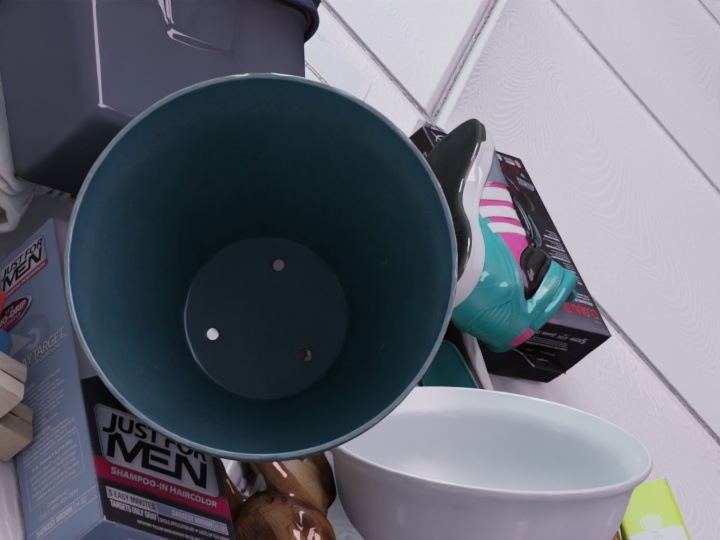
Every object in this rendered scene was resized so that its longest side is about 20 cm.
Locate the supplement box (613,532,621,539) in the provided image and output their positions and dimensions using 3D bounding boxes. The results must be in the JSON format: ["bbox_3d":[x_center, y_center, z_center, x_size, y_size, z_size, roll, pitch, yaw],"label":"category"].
[{"bbox_3d":[0.147,0.208,1.333,0.069,0.066,0.201,29,36,-39],"label":"supplement box"}]

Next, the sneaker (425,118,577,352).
[{"bbox_3d":[0.100,-0.015,1.365,0.121,0.083,0.201,41,33,-25],"label":"sneaker"}]

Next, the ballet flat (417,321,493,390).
[{"bbox_3d":[0.059,0.053,1.398,0.069,0.069,0.201,15,49,-50],"label":"ballet flat"}]

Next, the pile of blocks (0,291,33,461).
[{"bbox_3d":[-0.221,0.001,1.005,0.200,0.062,0.082,53,27,1],"label":"pile of blocks"}]

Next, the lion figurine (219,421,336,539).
[{"bbox_3d":[-0.044,0.133,1.119,0.123,0.072,0.200,55,22,-11],"label":"lion figurine"}]

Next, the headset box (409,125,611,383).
[{"bbox_3d":[0.104,-0.002,1.507,0.148,0.077,0.201,13,45,-52],"label":"headset box"}]

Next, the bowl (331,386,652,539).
[{"bbox_3d":[0.071,0.141,1.149,0.200,0.091,0.201,6,13,-1],"label":"bowl"}]

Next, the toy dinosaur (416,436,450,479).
[{"bbox_3d":[0.064,0.143,1.273,0.101,0.058,0.201,9,42,-43],"label":"toy dinosaur"}]

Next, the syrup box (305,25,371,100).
[{"bbox_3d":[-0.061,-0.103,1.364,0.081,0.079,0.200,46,28,-13],"label":"syrup box"}]

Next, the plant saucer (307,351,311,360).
[{"bbox_3d":[0.000,0.000,1.278,0.200,0.035,0.202,-7,90,-75],"label":"plant saucer"}]

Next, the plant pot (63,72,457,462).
[{"bbox_3d":[-0.051,0.011,1.023,0.201,0.199,0.135,58,-9,11],"label":"plant pot"}]

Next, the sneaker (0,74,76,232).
[{"bbox_3d":[-0.192,-0.053,1.121,0.199,0.074,0.116,27,40,-29],"label":"sneaker"}]

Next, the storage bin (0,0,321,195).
[{"bbox_3d":[-0.111,-0.112,1.095,0.199,0.145,0.135,16,54,-39],"label":"storage bin"}]

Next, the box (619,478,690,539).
[{"bbox_3d":[0.224,0.253,1.326,0.200,0.047,0.123,-99,176,-61],"label":"box"}]

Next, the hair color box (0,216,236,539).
[{"bbox_3d":[-0.138,0.077,1.047,0.099,0.061,0.201,26,36,-43],"label":"hair color box"}]
